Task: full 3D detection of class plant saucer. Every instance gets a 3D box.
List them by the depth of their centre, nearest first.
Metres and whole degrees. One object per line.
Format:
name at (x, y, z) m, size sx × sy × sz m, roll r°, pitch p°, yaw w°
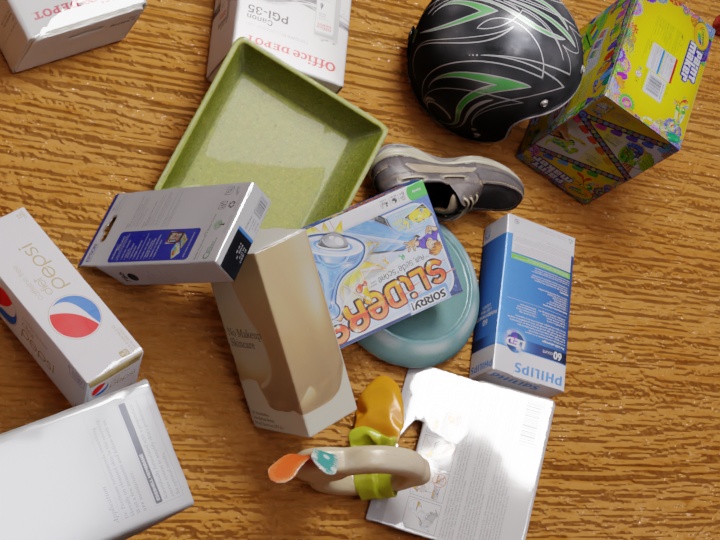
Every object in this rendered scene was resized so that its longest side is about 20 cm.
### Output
plant saucer at (-0.101, -0.119, 1.424) m, size 0.199 × 0.048 × 0.201 m, roll 30°, pitch 83°, yaw -17°
plant saucer at (0.056, 0.012, 1.499) m, size 0.198 × 0.027 × 0.202 m, roll 10°, pitch 65°, yaw -22°

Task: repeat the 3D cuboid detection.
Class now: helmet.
helmet at (0.165, -0.265, 1.566) m, size 0.198 × 0.190 × 0.202 m, roll 10°, pitch 68°, yaw -25°

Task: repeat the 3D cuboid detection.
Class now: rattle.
rattle at (-0.016, 0.161, 1.337) m, size 0.199 × 0.130 × 0.144 m, roll 21°, pitch 74°, yaw -42°

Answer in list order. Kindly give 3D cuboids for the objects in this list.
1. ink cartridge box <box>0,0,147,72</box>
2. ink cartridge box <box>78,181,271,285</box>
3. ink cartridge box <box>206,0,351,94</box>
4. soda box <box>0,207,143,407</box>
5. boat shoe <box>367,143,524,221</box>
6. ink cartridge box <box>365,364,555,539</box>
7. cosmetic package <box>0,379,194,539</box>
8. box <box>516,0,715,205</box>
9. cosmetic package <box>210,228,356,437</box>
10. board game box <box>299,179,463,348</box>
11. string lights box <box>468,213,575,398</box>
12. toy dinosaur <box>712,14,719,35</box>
ink cartridge box at (-0.339, -0.330, 1.371) m, size 0.145 × 0.087 × 0.201 m, roll -26°, pitch 85°, yaw -33°
ink cartridge box at (-0.189, -0.036, 1.308) m, size 0.039 × 0.199 × 0.100 m, roll 48°, pitch 54°, yaw -41°
ink cartridge box at (-0.089, -0.301, 1.502) m, size 0.145 × 0.083 × 0.202 m, roll 14°, pitch 66°, yaw -24°
soda box at (-0.296, 0.038, 1.242) m, size 0.068 × 0.064 × 0.200 m, roll -31°, pitch 70°, yaw -34°
boat shoe at (0.102, -0.091, 1.535) m, size 0.198 × 0.075 × 0.074 m, roll 7°, pitch 49°, yaw -17°
ink cartridge box at (0.113, 0.219, 1.457) m, size 0.175 × 0.045 × 0.201 m, roll 16°, pitch 63°, yaw 4°
cosmetic package at (-0.285, 0.205, 1.145) m, size 0.199 × 0.199 × 0.124 m, roll -18°, pitch 81°, yaw -32°
box at (0.321, -0.223, 1.639) m, size 0.122 × 0.192 × 0.201 m, roll 32°, pitch 61°, yaw -15°
cosmetic package at (-0.083, 0.062, 1.328) m, size 0.071 × 0.105 × 0.202 m, roll -27°, pitch 107°, yaw -36°
board game box at (0.000, 0.000, 1.419) m, size 0.199 × 0.034 × 0.136 m, roll -25°, pitch 100°, yaw -16°
string lights box at (0.195, 0.045, 1.554) m, size 0.102 × 0.059 × 0.202 m, roll 19°, pitch 65°, yaw -22°
toy dinosaur at (0.609, -0.349, 1.912) m, size 0.180 × 0.105 × 0.202 m, roll -17°, pitch 94°, yaw -12°
